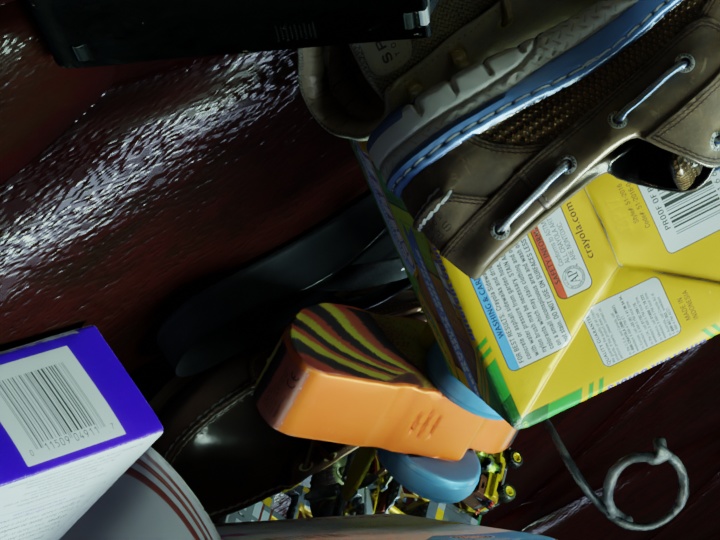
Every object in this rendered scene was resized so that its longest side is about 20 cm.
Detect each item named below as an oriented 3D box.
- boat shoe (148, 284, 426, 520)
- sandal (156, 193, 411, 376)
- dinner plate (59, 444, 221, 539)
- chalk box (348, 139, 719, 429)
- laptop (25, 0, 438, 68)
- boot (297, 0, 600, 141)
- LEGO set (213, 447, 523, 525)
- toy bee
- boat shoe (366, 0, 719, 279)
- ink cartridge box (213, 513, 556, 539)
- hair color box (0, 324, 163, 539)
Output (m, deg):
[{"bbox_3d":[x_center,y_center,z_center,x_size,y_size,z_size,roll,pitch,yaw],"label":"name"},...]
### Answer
[{"bbox_3d":[-0.027,0.061,1.363,0.200,0.070,0.071,-36,128,-36],"label":"boat shoe"},{"bbox_3d":[0.000,0.000,1.335,0.200,0.043,0.076,-31,165,-14],"label":"sandal"},{"bbox_3d":[-0.108,0.159,1.288,0.024,0.201,0.200,-15,156,-42],"label":"dinner plate"},{"bbox_3d":[0.075,-0.028,1.173,0.123,0.125,0.200,-25,-173,-5],"label":"chalk box"},{"bbox_3d":[-0.013,-0.154,0.891,0.199,0.116,0.187,-5,164,2],"label":"laptop"},{"bbox_3d":[0.059,-0.119,1.030,0.154,0.072,0.200,-29,171,-21],"label":"boot"},{"bbox_3d":[-0.020,0.103,1.508,0.200,0.116,0.154,-24,-142,49],"label":"LEGO set"},{"bbox_3d":[0.037,0.057,1.314,0.131,0.109,0.200,-42,124,14],"label":"toy bee"},{"bbox_3d":[0.104,-0.062,1.026,0.200,0.073,0.072,-29,172,-5],"label":"boat shoe"},{"bbox_3d":[-0.006,0.179,1.305,0.128,0.126,0.200,-1,179,-21],"label":"ink cartridge box"},{"bbox_3d":[-0.187,0.112,1.244,0.109,0.065,0.200,-16,155,-52],"label":"hair color box"}]
